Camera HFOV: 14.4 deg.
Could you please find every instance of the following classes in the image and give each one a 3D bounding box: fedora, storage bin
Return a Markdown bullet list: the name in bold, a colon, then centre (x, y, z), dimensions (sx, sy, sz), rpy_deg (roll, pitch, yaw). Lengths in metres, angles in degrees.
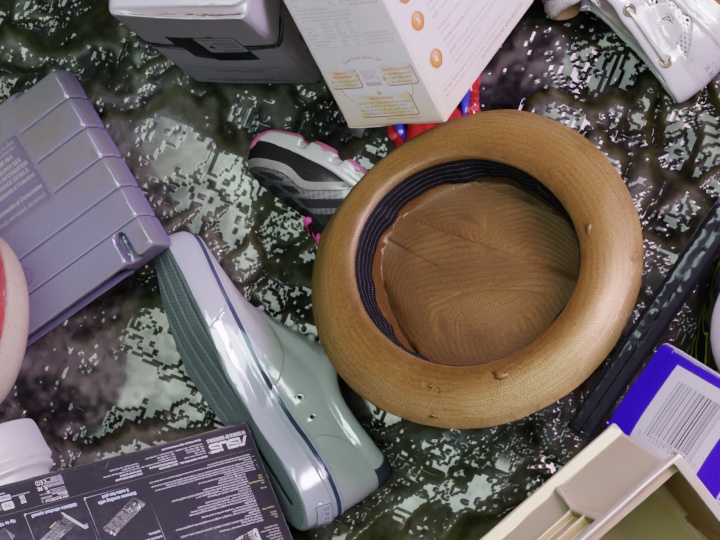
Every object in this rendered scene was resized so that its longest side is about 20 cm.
- **fedora**: centre (0.072, 0.009, 1.573), dimensions (0.201, 0.082, 0.201), rpy_deg (-12, 61, 22)
- **storage bin**: centre (0.132, 0.219, 1.468), dimensions (0.199, 0.094, 0.200), rpy_deg (-41, 108, -4)

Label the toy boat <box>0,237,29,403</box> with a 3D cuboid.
- **toy boat**: centre (-0.289, 0.038, 1.636), dimensions (0.200, 0.131, 0.131), rpy_deg (-34, 49, 19)

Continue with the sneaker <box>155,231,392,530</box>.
- **sneaker**: centre (-0.053, 0.059, 1.682), dimensions (0.071, 0.073, 0.200), rpy_deg (-23, 73, -24)

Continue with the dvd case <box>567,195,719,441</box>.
- **dvd case**: centre (0.167, 0.018, 1.563), dimensions (0.018, 0.200, 0.143), rpy_deg (34, 101, 5)

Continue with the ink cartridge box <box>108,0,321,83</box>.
- **ink cartridge box**: centre (-0.078, -0.196, 1.642), dimensions (0.083, 0.200, 0.147), rpy_deg (1, 83, 11)

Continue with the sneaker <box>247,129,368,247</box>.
- **sneaker**: centre (0.000, 0.000, 1.668), dimensions (0.200, 0.074, 0.087), rpy_deg (40, 85, 7)

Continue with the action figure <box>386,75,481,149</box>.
- **action figure**: centre (0.035, -0.132, 1.693), dimensions (0.065, 0.052, 0.200), rpy_deg (-16, 85, 13)

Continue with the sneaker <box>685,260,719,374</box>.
- **sneaker**: centre (0.214, 0.044, 1.621), dimensions (0.074, 0.085, 0.200), rpy_deg (12, 83, 13)

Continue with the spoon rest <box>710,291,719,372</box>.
- **spoon rest**: centre (0.274, 0.054, 1.590), dimensions (0.200, 0.061, 0.099), rpy_deg (35, 88, -23)

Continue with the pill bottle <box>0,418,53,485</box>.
- **pill bottle**: centre (-0.184, 0.192, 1.657), dimensions (0.111, 0.111, 0.200), rpy_deg (-28, 79, 5)

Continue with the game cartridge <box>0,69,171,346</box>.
- **game cartridge**: centre (-0.221, -0.016, 1.709), dimensions (0.200, 0.038, 0.130), rpy_deg (-34, 74, 19)

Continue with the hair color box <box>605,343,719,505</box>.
- **hair color box**: centre (0.239, 0.124, 1.541), dimensions (0.065, 0.200, 0.109), rpy_deg (-55, 34, -1)

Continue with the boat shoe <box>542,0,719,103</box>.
- **boat shoe**: centre (0.131, -0.177, 1.670), dimensions (0.200, 0.071, 0.069), rpy_deg (42, 89, 11)

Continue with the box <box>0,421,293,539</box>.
- **box**: centre (-0.126, 0.183, 1.593), dimensions (0.200, 0.050, 0.158), rpy_deg (-14, 74, -33)

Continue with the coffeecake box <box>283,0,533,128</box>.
- **coffeecake box**: centre (0.014, -0.204, 1.571), dimensions (0.073, 0.200, 0.154), rpy_deg (-2, 39, 38)
